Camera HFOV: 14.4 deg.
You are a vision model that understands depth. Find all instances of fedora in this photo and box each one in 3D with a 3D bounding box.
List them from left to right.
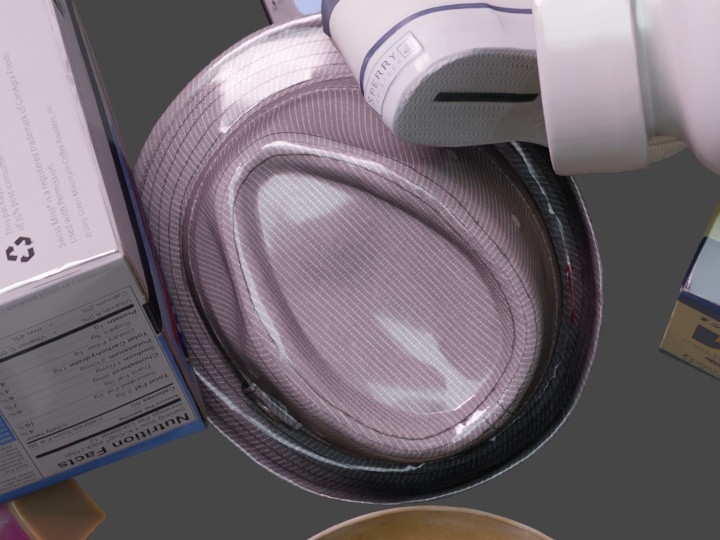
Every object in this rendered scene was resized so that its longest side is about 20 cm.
[{"bbox_3d":[0.000,0.000,1.088,0.177,0.090,0.200,-39,92,5],"label":"fedora"}]

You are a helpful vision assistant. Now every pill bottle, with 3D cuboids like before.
[{"bbox_3d":[0.155,-0.086,0.897,0.199,0.110,0.110,-6,84,6],"label":"pill bottle"}]

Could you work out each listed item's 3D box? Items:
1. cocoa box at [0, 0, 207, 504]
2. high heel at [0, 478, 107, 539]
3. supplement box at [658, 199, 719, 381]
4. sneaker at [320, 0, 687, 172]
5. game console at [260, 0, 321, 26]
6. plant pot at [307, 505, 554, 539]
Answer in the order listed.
[{"bbox_3d":[-0.153,-0.028,1.057,0.133,0.131,0.201,-20,57,0],"label":"cocoa box"},{"bbox_3d":[-0.101,0.163,1.118,0.200,0.096,0.067,50,49,-13],"label":"high heel"},{"bbox_3d":[0.213,-0.040,1.042,0.134,0.200,0.201,26,85,7],"label":"supplement box"},{"bbox_3d":[0.069,-0.087,1.076,0.073,0.199,0.071,-51,56,28],"label":"sneaker"},{"bbox_3d":[0.020,-0.199,1.113,0.116,0.176,0.201,-20,83,-28],"label":"game console"},{"bbox_3d":[0.026,0.191,1.090,0.199,0.027,0.201,3,81,-16],"label":"plant pot"}]
